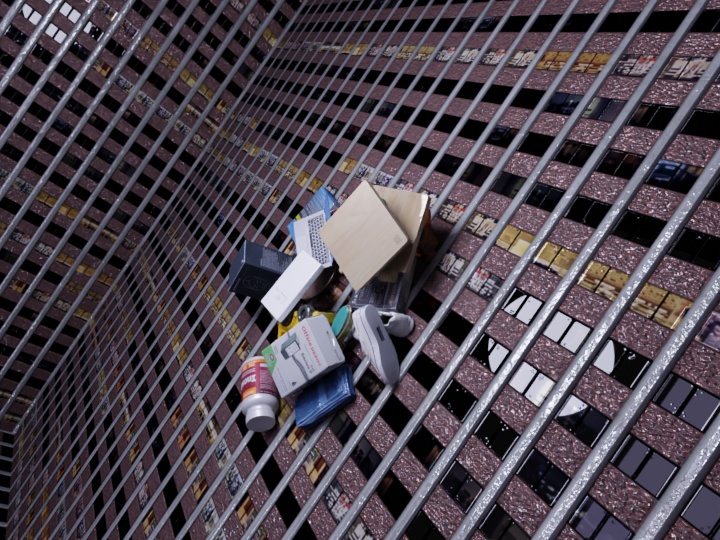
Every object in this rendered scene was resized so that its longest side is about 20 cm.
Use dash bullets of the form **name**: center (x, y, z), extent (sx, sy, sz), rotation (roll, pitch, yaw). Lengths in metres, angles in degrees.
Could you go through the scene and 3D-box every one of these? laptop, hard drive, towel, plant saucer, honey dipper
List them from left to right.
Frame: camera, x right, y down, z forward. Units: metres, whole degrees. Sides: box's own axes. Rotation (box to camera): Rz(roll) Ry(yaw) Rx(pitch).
- **hard drive**: center (-0.201, 0.043, 1.555), extent (0.201, 0.027, 0.132), rotation (-52, 38, -3)
- **laptop**: center (-0.144, -0.109, 1.604), extent (0.197, 0.115, 0.191), rotation (-18, 69, 24)
- **plant saucer**: center (-0.137, 0.009, 1.732), extent (0.198, 0.034, 0.203), rotation (-28, 45, 31)
- **towel**: center (-0.101, 0.341, 1.431), extent (0.199, 0.048, 0.113), rotation (-39, 39, 22)
- **honey dipper**: center (0.017, 0.007, 1.453), extent (0.197, 0.038, 0.039), rotation (5, 66, 42)

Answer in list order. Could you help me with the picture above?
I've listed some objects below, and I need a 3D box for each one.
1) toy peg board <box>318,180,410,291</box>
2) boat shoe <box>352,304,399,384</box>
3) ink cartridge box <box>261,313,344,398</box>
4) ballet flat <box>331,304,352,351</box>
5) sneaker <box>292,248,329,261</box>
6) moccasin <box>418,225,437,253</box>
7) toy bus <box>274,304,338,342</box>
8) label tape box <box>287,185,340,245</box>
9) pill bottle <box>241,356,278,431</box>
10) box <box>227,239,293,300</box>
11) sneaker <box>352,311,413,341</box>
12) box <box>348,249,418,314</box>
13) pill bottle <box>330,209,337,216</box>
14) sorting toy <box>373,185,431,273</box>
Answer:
- **toy peg board**: center (0.025, -0.088, 1.379), extent (0.200, 0.097, 0.201), rotation (-44, 69, 26)
- **boat shoe**: center (0.033, 0.189, 1.318), extent (0.065, 0.071, 0.203), rotation (-25, 88, 41)
- **ink cartridge box**: center (-0.157, 0.231, 1.432), extent (0.199, 0.083, 0.148), rotation (-38, 73, 31)
- **ballet flat**: center (-0.061, 0.187, 1.471), extent (0.202, 0.070, 0.071), rotation (-61, 35, 13)
- **sneaker**: center (-0.156, -0.037, 1.701), extent (0.197, 0.071, 0.084), rotation (-9, 50, 40)
- **moccasin**: center (0.148, -0.127, 1.479), extent (0.073, 0.077, 0.203), rotation (-38, 40, 20)
- **toy bus**: center (-0.162, 0.199, 1.551), extent (0.198, 0.134, 0.196), rotation (1, 77, 45)
- **label tape box**: center (-0.160, -0.181, 1.874), extent (0.200, 0.063, 0.145), rotation (-47, 38, 12)
- **pill bottle**: center (-0.301, 0.369, 1.579), extent (0.112, 0.112, 0.202), rotation (-37, 40, 22)
- **box**: center (-0.327, 0.011, 1.776), extent (0.149, 0.197, 0.108), rotation (-50, 34, 35)
- **sneaker**: center (0.044, 0.141, 1.395), extent (0.198, 0.080, 0.072), rotation (-19, 51, 41)
- **box**: center (0.065, 0.023, 1.462), extent (0.156, 0.048, 0.203), rotation (-1, 62, 34)
- **pill bottle**: center (-0.043, -0.139, 1.672), extent (0.198, 0.112, 0.114), rotation (4, 65, 49)
- **sorting toy**: center (0.096, -0.108, 1.412), extent (0.197, 0.069, 0.204), rotation (19, 92, 43)
